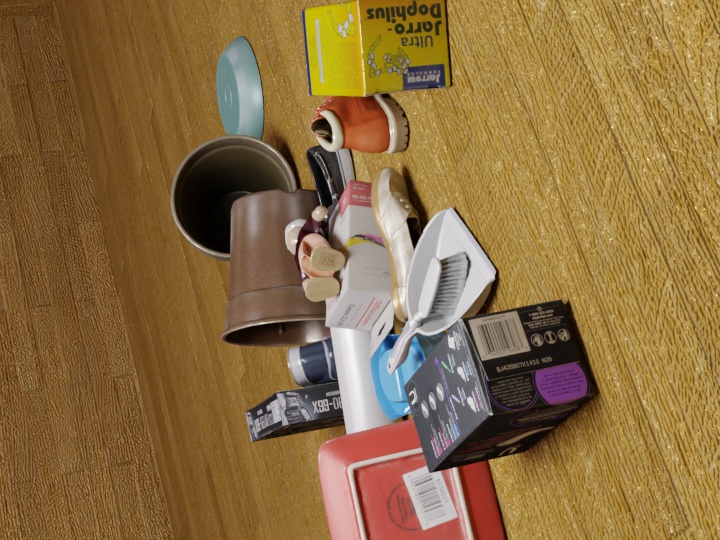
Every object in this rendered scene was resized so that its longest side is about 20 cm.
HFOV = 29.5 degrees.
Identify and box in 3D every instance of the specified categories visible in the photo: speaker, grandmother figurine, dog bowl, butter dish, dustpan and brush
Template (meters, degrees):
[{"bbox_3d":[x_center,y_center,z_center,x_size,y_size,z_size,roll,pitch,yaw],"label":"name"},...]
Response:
[{"bbox_3d":[0.006,0.123,1.851,0.081,0.081,0.200,169,92,-70],"label":"speaker"},{"bbox_3d":[-0.064,-0.027,1.785,0.200,0.060,0.121,-132,60,-71],"label":"grandmother figurine"},{"bbox_3d":[0.069,0.128,1.724,0.200,0.050,0.112,158,103,-69],"label":"dog bowl"},{"bbox_3d":[0.065,0.289,1.656,0.148,0.199,0.200,65,-168,-75],"label":"butter dish"},{"bbox_3d":[0.080,0.043,1.599,0.140,0.057,0.200,-120,37,-45],"label":"dustpan and brush"}]

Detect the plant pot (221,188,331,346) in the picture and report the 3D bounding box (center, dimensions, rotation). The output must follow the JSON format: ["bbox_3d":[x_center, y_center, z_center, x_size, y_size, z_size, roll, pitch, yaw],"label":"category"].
[{"bbox_3d":[-0.107,-0.004,1.975,0.200,0.200,0.199,140,127,-67],"label":"plant pot"}]

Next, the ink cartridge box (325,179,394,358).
[{"bbox_3d":[0.000,0.000,1.760,0.117,0.067,0.200,119,155,-59],"label":"ink cartridge box"}]

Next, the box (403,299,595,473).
[{"bbox_3d":[0.138,0.123,1.417,0.200,0.122,0.106,122,136,-61],"label":"box"}]

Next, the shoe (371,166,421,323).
[{"bbox_3d":[0.059,-0.036,1.690,0.053,0.070,0.200,-17,73,27],"label":"shoe"}]

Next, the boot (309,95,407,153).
[{"bbox_3d":[-0.023,-0.206,1.763,0.200,0.107,0.075,-128,34,-57],"label":"boot"}]

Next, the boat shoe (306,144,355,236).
[{"bbox_3d":[-0.037,-0.081,1.906,0.070,0.066,0.200,166,95,-70],"label":"boat shoe"}]

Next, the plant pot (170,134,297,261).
[{"bbox_3d":[-0.198,-0.097,2.211,0.174,0.200,0.200,94,163,-76],"label":"plant pot"}]

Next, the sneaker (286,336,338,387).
[{"bbox_3d":[-0.032,0.134,2.000,0.200,0.108,0.070,31,-136,-76],"label":"sneaker"}]

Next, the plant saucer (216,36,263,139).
[{"bbox_3d":[-0.213,-0.301,2.356,0.200,0.036,0.200,172,90,-70],"label":"plant saucer"}]

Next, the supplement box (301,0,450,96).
[{"bbox_3d":[0.015,-0.266,1.623,0.200,0.109,0.110,-161,64,-68],"label":"supplement box"}]

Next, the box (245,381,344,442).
[{"bbox_3d":[-0.066,0.200,1.969,0.200,0.157,0.050,141,119,-68],"label":"box"}]
